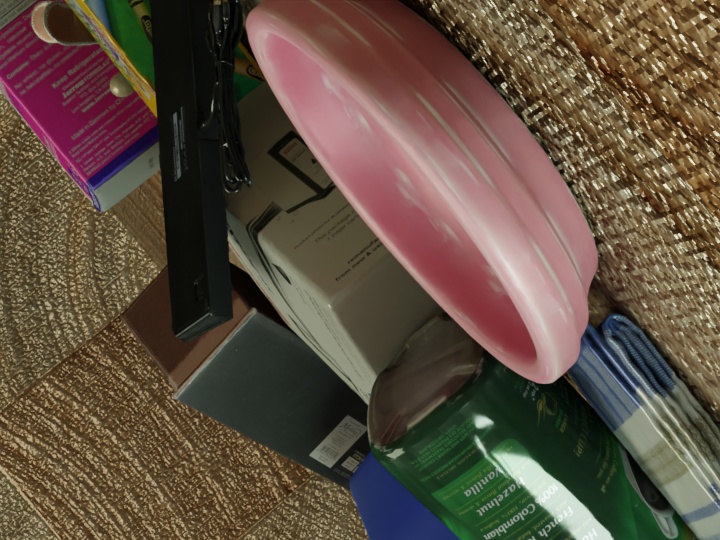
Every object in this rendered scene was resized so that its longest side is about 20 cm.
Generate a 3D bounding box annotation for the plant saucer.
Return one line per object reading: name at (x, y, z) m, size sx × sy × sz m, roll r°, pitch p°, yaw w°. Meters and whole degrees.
plant saucer at (0.032, -0.043, 0.969) m, size 0.201 × 0.051 × 0.201 m, roll 49°, pitch 171°, yaw 10°

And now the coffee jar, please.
coffee jar at (0.096, 0.113, 1.113) m, size 0.200 × 0.085 × 0.104 m, roll 45°, pitch -163°, yaw -16°

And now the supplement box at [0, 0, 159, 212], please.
supplement box at (-0.216, -0.155, 1.687) m, size 0.200 × 0.103 × 0.101 m, roll 51°, pitch 173°, yaw 5°

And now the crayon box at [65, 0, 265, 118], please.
crayon box at (-0.130, -0.155, 1.326) m, size 0.200 × 0.058 × 0.119 m, roll 52°, pitch 175°, yaw -17°

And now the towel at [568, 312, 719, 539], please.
towel at (0.163, 0.106, 1.030) m, size 0.200 × 0.024 × 0.147 m, roll 51°, pitch 175°, yaw 9°

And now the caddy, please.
caddy at (0.079, 0.138, 1.362) m, size 0.141 × 0.105 × 0.200 m, roll 37°, pitch -170°, yaw -21°

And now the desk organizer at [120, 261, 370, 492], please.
desk organizer at (-0.052, 0.060, 1.415) m, size 0.077 × 0.072 × 0.200 m, roll 48°, pitch -171°, yaw 38°

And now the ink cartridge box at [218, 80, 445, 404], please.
ink cartridge box at (0.000, 0.000, 1.230) m, size 0.200 × 0.084 × 0.146 m, roll 40°, pitch 167°, yaw 53°

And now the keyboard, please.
keyboard at (-0.081, -0.071, 1.196) m, size 0.127 × 0.021 × 0.201 m, roll 149°, pitch 117°, yaw -66°

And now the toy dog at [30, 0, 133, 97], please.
toy dog at (-0.201, -0.184, 1.469) m, size 0.200 × 0.096 × 0.132 m, roll 50°, pitch 173°, yaw 3°
